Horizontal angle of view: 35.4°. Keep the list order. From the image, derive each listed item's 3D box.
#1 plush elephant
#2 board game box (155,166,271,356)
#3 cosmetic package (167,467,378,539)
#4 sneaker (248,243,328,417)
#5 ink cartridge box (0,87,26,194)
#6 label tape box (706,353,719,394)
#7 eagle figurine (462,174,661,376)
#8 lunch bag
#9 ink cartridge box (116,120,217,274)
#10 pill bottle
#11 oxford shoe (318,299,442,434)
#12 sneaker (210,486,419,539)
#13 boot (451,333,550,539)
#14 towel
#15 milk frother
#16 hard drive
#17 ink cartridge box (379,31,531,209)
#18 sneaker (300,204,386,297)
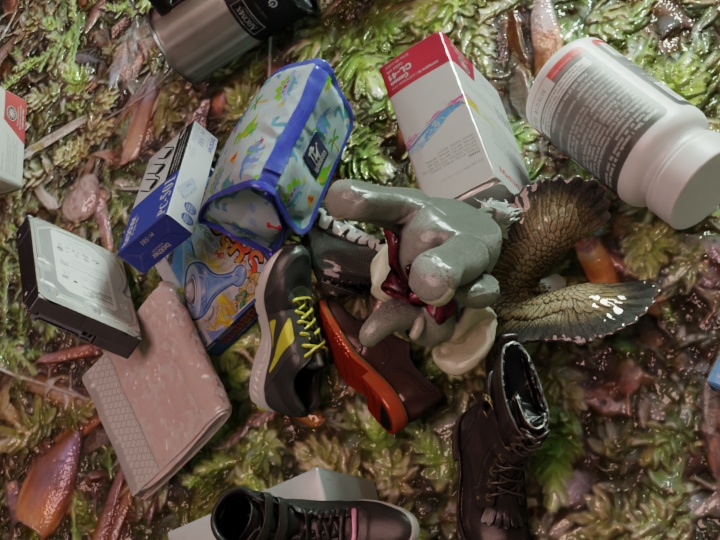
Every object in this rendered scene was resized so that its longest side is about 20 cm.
[{"bbox_3d":[0.056,0.012,1.041,0.165,0.200,0.155,39,122,30],"label":"plush elephant"},{"bbox_3d":[-0.180,-0.013,1.393,0.135,0.034,0.200,-43,58,12],"label":"board game box"},{"bbox_3d":[-0.073,0.336,1.163,0.200,0.123,0.199,-28,62,22],"label":"cosmetic package"},{"bbox_3d":[-0.067,0.070,1.255,0.085,0.074,0.200,17,109,37],"label":"sneaker"},{"bbox_3d":[-0.575,-0.205,1.589,0.083,0.200,0.147,-14,67,27],"label":"ink cartridge box"},{"bbox_3d":[0.422,0.048,1.003,0.143,0.066,0.200,26,86,34],"label":"label tape box"},{"bbox_3d":[0.173,0.018,1.110,0.200,0.152,0.151,-45,13,46],"label":"eagle figurine"},{"bbox_3d":[-0.091,-0.128,1.263,0.127,0.200,0.170,24,70,-5],"label":"lunch bag"},{"bbox_3d":[-0.234,-0.093,1.384,0.094,0.044,0.200,-35,30,28],"label":"ink cartridge box"},{"bbox_3d":[0.270,-0.135,1.122,0.114,0.114,0.200,-49,57,8],"label":"pill bottle"},{"bbox_3d":[0.016,0.095,1.236,0.073,0.071,0.200,-24,49,-17],"label":"oxford shoe"},{"bbox_3d":[-0.051,0.242,1.052,0.200,0.099,0.071,-5,68,23],"label":"sneaker"},{"bbox_3d":[0.137,0.180,1.059,0.069,0.174,0.200,-6,63,-14],"label":"boot"},{"bbox_3d":[-0.249,0.145,1.361,0.191,0.032,0.200,-46,57,24],"label":"towel"},{"bbox_3d":[-0.173,-0.376,1.468,0.188,0.181,0.200,-27,19,20],"label":"milk frother"},{"bbox_3d":[-0.346,0.016,1.379,0.038,0.140,0.200,-52,32,16],"label":"hard drive"},{"bbox_3d":[0.109,-0.127,1.186,0.086,0.148,0.200,-26,57,20],"label":"ink cartridge box"},{"bbox_3d":[0.000,0.000,1.268,0.200,0.066,0.091,31,94,38],"label":"sneaker"}]
